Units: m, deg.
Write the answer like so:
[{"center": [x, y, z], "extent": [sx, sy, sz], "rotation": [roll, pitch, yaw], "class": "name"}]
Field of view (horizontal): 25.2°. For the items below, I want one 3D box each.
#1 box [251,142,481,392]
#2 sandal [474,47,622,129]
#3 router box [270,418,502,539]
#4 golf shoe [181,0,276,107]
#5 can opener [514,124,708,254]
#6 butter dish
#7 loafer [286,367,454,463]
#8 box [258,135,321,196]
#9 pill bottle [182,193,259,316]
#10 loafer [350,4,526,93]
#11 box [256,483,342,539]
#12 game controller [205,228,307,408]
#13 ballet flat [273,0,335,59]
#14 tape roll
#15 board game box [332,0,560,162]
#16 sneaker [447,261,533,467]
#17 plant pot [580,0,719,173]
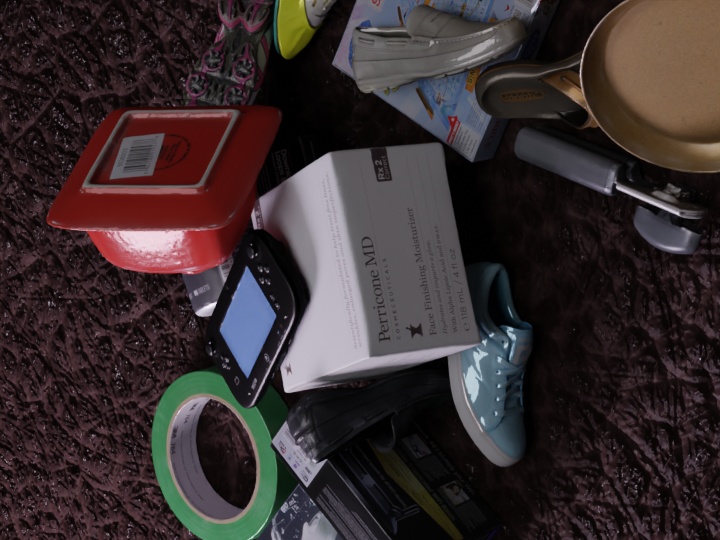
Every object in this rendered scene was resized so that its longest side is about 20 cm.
[{"center": [0.000, 0.000, 1.575], "extent": [0.200, 0.129, 0.202], "rotation": [-25, 74, 60], "class": "box"}, {"center": [0.192, -0.161, 1.456], "extent": [0.198, 0.055, 0.082], "rotation": [-3, 138, 25], "class": "sandal"}, {"center": [0.027, 0.215, 1.623], "extent": [0.200, 0.156, 0.052], "rotation": [50, 125, 22], "class": "router box"}, {"center": [-0.127, -0.218, 1.686], "extent": [0.072, 0.092, 0.202], "rotation": [18, 82, 11], "class": "golf shoe"}, {"center": [0.227, -0.073, 1.478], "extent": [0.199, 0.053, 0.068], "rotation": [26, 112, 34], "class": "can opener"}, {"center": [-0.179, -0.062, 1.594], "extent": [0.197, 0.201, 0.149], "rotation": [2, 131, 16], "class": "butter dish"}, {"center": [0.020, 0.145, 1.589], "extent": [0.071, 0.199, 0.068], "rotation": [64, 144, 21], "class": "loafer"}, {"center": [-0.111, -0.055, 1.767], "extent": [0.198, 0.036, 0.145], "rotation": [-14, 89, 41], "class": "box"}, {"center": [-0.156, -0.062, 1.713], "extent": [0.106, 0.106, 0.202], "rotation": [-23, 83, 39], "class": "pill bottle"}, {"center": [0.067, -0.216, 1.518], "extent": [0.198, 0.070, 0.071], "rotation": [-7, 103, 40], "class": "loafer"}, {"center": [-0.004, 0.326, 1.691], "extent": [0.197, 0.123, 0.201], "rotation": [51, 125, 23], "class": "box"}, {"center": [-0.106, 0.051, 1.602], "extent": [0.105, 0.042, 0.201], "rotation": [65, 148, 29], "class": "game controller"}, {"center": [-0.047, -0.314, 1.655], "extent": [0.066, 0.067, 0.203], "rotation": [12, 105, 22], "class": "ballet flat"}, {"center": [-0.154, 0.210, 1.839], "extent": [0.199, 0.048, 0.203], "rotation": [8, 102, 38], "class": "tape roll"}, {"center": [0.084, -0.243, 1.571], "extent": [0.199, 0.041, 0.202], "rotation": [38, 119, 28], "class": "board game box"}, {"center": [0.134, 0.089, 1.568], "extent": [0.081, 0.073, 0.203], "rotation": [-20, 85, 44], "class": "sneaker"}, {"center": [0.286, -0.167, 1.367], "extent": [0.197, 0.028, 0.202], "rotation": [10, 136, 10], "class": "plant pot"}]
